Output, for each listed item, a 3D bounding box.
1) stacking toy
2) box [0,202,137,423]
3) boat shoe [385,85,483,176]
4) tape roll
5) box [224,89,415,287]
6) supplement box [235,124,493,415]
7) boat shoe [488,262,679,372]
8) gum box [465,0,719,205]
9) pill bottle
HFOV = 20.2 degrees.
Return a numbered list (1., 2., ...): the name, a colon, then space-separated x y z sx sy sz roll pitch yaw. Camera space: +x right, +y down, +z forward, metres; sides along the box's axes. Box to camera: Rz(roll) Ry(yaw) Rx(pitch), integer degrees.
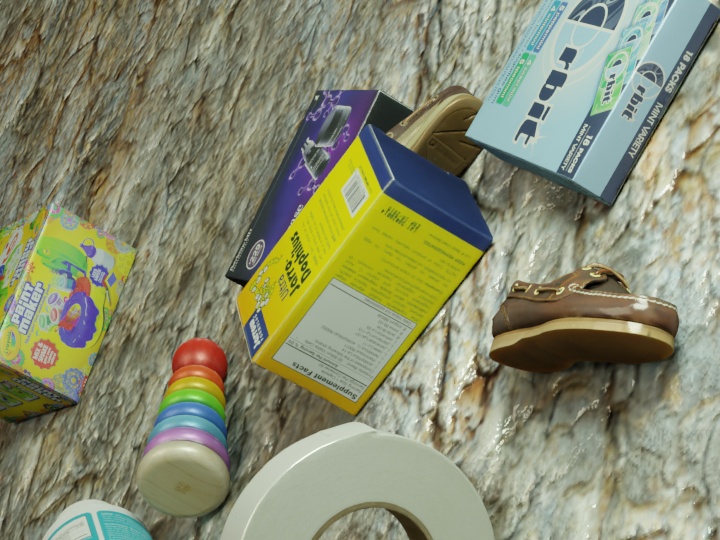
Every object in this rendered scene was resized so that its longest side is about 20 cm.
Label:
1. stacking toy: -0.155 0.136 1.889 0.085 0.085 0.200 -45 22 29
2. box: -0.382 0.052 2.340 0.192 0.122 0.201 -18 47 56
3. boat shoe: 0.028 -0.084 1.757 0.200 0.072 0.072 -47 30 9
4. tape roll: -0.001 0.206 1.362 0.203 0.202 0.037 -64 25 -8
5. box: -0.027 -0.061 1.847 0.201 0.079 0.141 -64 22 -8
6. supplement box: 0.000 0.000 1.688 0.200 0.109 0.110 -52 26 17
7. boat shoe: 0.154 0.028 1.412 0.200 0.070 0.071 -7 61 60
8. gum box: 0.179 -0.152 1.591 0.170 0.044 0.200 -59 26 1
9. pill bottle: -0.231 0.283 1.821 0.111 0.111 0.200 -56 25 10
